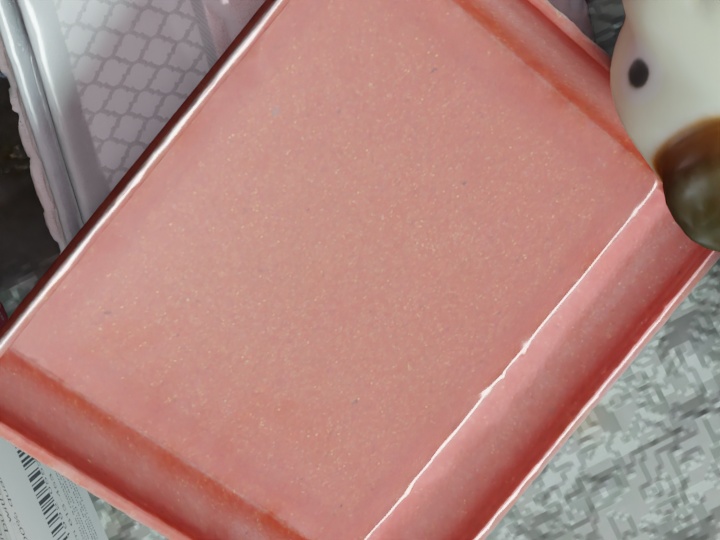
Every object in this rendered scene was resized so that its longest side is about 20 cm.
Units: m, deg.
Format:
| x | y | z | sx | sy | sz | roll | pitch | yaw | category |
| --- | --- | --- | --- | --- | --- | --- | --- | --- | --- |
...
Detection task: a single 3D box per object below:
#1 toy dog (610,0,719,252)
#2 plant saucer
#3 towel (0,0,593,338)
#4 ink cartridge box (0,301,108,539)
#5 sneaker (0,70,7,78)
| x | y | z | sx | sy | sz | roll | pitch | yaw | category |
| --- | --- | --- | --- | --- | --- | --- | --- | --- | --- |
| 0.166 | -0.084 | 0.845 | 0.199 | 0.140 | 0.194 | -19 | 131 | 18 | toy dog |
| 0.000 | 0.000 | 0.902 | 0.200 | 0.037 | 0.199 | -50 | 129 | 5 | plant saucer |
| -0.024 | -0.098 | 0.893 | 0.190 | 0.032 | 0.201 | -25 | 117 | -18 | towel |
| -0.151 | 0.057 | 0.858 | 0.084 | 0.200 | 0.145 | -24 | 93 | 6 | ink cartridge box |
| -0.139 | -0.097 | 0.918 | 0.200 | 0.079 | 0.096 | 33 | 93 | -3 | sneaker |
